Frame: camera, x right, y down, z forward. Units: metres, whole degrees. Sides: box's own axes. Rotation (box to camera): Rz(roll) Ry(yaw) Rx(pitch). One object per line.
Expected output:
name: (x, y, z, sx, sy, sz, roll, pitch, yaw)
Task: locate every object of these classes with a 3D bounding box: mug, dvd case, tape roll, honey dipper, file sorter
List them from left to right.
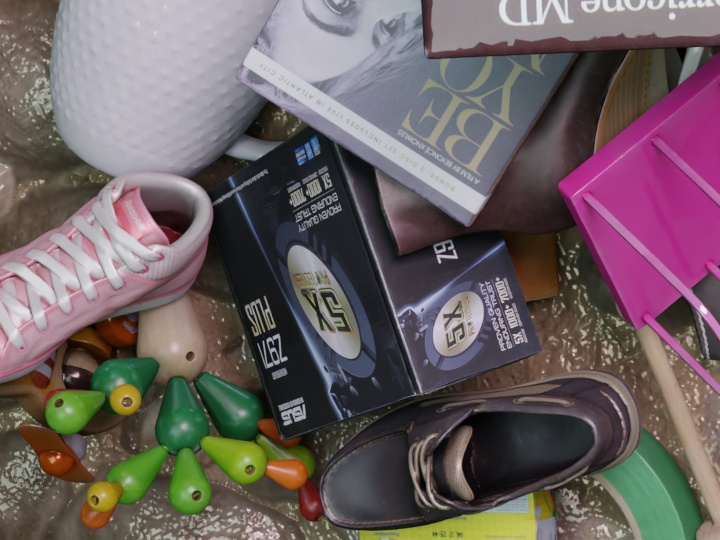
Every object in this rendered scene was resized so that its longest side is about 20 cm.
mug: (-0.091, -0.138, 1.386, 0.200, 0.148, 0.176, 22, 115, -11)
dvd case: (0.046, -0.145, 1.160, 0.149, 0.016, 0.200, 33, 106, 4)
tape roll: (0.110, 0.175, 1.374, 0.200, 0.048, 0.201, 3, 97, 23)
honey dipper: (0.191, 0.100, 1.311, 0.038, 0.038, 0.200, -20, 102, 24)
file sorter: (0.233, -0.035, 1.166, 0.200, 0.139, 0.125, -39, 53, -4)

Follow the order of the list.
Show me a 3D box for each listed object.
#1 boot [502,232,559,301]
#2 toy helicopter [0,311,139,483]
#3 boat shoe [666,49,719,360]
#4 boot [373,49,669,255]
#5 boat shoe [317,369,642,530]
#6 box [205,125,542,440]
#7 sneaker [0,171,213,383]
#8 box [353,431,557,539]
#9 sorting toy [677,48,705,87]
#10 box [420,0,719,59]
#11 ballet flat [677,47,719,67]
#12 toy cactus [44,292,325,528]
boot: (0.104, -0.056, 1.346, 0.201, 0.071, 0.144, -15, 95, 29)
toy helicopter: (-0.212, 0.073, 1.418, 0.079, 0.200, 0.133, -8, 87, 35)
boat shoe: (0.175, -0.035, 1.286, 0.060, 0.072, 0.202, -18, 108, 3)
boot: (0.078, -0.116, 1.199, 0.166, 0.072, 0.201, -10, 94, -3)
boat shoe: (0.058, 0.102, 1.275, 0.200, 0.073, 0.075, -21, 85, 22)
box: (0.000, 0.000, 1.323, 0.200, 0.086, 0.164, -24, 84, 63)
sneaker: (-0.174, -0.003, 1.347, 0.075, 0.200, 0.105, 58, 148, 15)
box: (0.061, 0.194, 1.346, 0.117, 0.048, 0.201, -1, 93, 23)
sorting toy: (0.234, -0.162, 1.206, 0.107, 0.200, 0.180, 25, 94, 43)
box: (0.115, -0.204, 1.043, 0.165, 0.164, 0.201, -2, 97, 9)
ballet flat: (0.212, -0.111, 1.285, 0.069, 0.071, 0.200, -30, 84, 24)
toy cactus: (-0.115, 0.087, 1.415, 0.102, 0.200, 0.165, -52, 39, 43)
